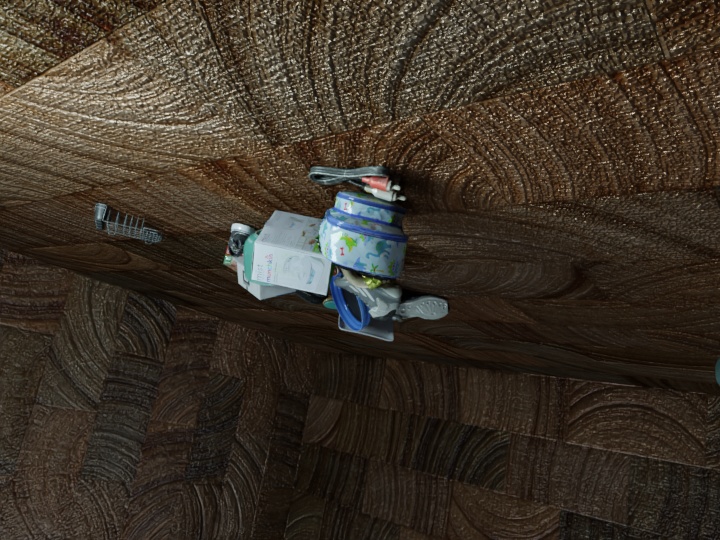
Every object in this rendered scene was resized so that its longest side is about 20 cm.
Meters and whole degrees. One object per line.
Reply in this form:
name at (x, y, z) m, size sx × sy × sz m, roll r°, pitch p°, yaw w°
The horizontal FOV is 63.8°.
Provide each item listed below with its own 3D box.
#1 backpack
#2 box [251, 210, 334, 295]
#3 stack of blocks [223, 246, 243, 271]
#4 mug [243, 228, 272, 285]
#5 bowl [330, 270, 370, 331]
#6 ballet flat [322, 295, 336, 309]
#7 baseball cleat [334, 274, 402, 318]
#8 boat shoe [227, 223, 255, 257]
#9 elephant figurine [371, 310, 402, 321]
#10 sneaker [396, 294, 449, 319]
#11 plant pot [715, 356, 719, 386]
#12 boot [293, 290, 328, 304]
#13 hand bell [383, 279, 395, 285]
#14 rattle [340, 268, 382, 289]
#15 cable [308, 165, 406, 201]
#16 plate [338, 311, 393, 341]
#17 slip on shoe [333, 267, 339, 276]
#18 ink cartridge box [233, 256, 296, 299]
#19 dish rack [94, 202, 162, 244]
backpack at (0.008, -0.072, 1.124) m, size 0.178 × 0.151 × 0.200 m, roll 12°, pitch -167°, yaw -7°
box at (-0.139, -0.048, 1.314) m, size 0.172 × 0.099 × 0.201 m, roll 10°, pitch -153°, yaw 0°
stack of blocks at (-0.344, -0.015, 1.886) m, size 0.112 × 0.060 × 0.200 m, roll 6°, pitch 165°, yaw 20°
mug at (-0.243, -0.047, 1.515) m, size 0.181 × 0.117 × 0.151 m, roll 14°, pitch -156°, yaw 29°
bowl at (-0.032, 0.089, 1.808) m, size 0.039 × 0.205 × 0.200 m, roll -22°, pitch 180°, yaw -23°
ballet flat at (-0.042, 0.103, 2.054) m, size 0.195 × 0.064 × 0.069 m, roll 6°, pitch 145°, yaw -21°
baseball cleat at (0.015, 0.073, 1.597) m, size 0.195 × 0.110 × 0.070 m, roll 8°, pitch -179°, yaw 18°
boat shoe at (-0.340, -0.078, 1.618) m, size 0.068 × 0.068 × 0.199 m, roll 16°, pitch 166°, yaw -19°
elephant figurine at (0.023, 0.095, 1.904) m, size 0.139 × 0.160 × 0.198 m, roll -7°, pitch -177°, yaw -34°
sneaker at (0.194, 0.116, 1.977) m, size 0.194 × 0.083 × 0.147 m, roll -4°, pitch -171°, yaw -6°
plant pot at (1.154, 0.304, 1.693) m, size 0.195 × 0.206 × 0.196 m, roll 8°, pitch 174°, yaw 10°
boot at (-0.152, 0.061, 1.987) m, size 0.155 × 0.082 × 0.209 m, roll -3°, pitch 160°, yaw 44°
hand bell at (0.000, 0.000, 1.658) m, size 0.196 × 0.106 × 0.104 m, roll 25°, pitch 165°, yaw -6°
rattle at (-0.013, -0.052, 1.540) m, size 0.196 × 0.144 × 0.132 m, roll 26°, pitch 134°, yaw 1°
cable at (-0.012, -0.161, 1.054) m, size 0.195 × 0.052 × 0.097 m, roll 7°, pitch 170°, yaw 15°
plate at (0.016, 0.147, 1.971) m, size 0.195 × 0.203 × 0.033 m, roll 15°, pitch 135°, yaw -15°
slip on shoe at (-0.157, -0.012, 1.705) m, size 0.195 × 0.062 × 0.075 m, roll 12°, pitch 136°, yaw 4°
ink cartridge box at (-0.274, 0.012, 1.635) m, size 0.114 × 0.069 × 0.199 m, roll -12°, pitch -158°, yaw -30°
dish rack at (-0.688, -0.133, 1.718) m, size 0.196 × 0.056 × 0.153 m, roll 15°, pitch 167°, yaw -21°
